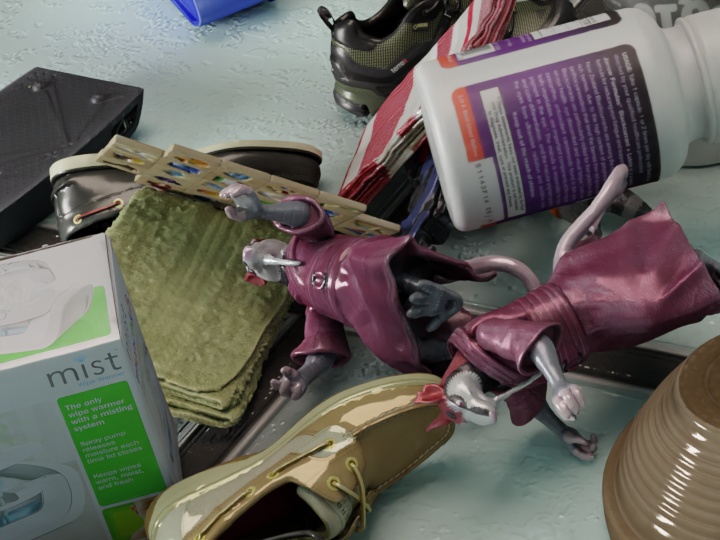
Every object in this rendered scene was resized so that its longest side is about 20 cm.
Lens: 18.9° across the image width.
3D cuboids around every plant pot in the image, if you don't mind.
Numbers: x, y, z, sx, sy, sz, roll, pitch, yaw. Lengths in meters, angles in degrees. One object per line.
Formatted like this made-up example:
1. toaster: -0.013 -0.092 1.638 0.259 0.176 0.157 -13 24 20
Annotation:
1. plant pot: 0.228 0.094 1.202 0.199 0.093 0.201 -10 33 7

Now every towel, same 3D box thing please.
1. towel: -0.121 0.024 1.449 0.147 0.037 0.201 16 43 7
2. towel: 0.044 -0.127 1.530 0.200 0.023 0.144 -48 13 37

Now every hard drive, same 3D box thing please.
1. hard drive: -0.269 -0.085 1.681 0.134 0.043 0.200 13 43 34

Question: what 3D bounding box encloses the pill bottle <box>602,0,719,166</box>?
1. pill bottle: 0.225 -0.181 1.501 0.113 0.201 0.114 -10 33 7

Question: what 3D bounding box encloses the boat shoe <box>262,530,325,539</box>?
1. boat shoe: -0.104 0.195 1.199 0.199 0.066 0.072 -19 35 -7

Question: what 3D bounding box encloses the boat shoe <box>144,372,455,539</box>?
1. boat shoe: -0.026 0.131 1.267 0.199 0.074 0.066 -29 39 -4

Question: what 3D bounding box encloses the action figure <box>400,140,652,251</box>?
1. action figure: 0.101 -0.054 1.490 0.193 0.105 0.201 10 65 42

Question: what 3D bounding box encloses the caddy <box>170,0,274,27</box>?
1. caddy: -0.130 -0.299 1.850 0.104 0.142 0.200 -26 36 -12

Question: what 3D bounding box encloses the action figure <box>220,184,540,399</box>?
1. action figure: 0.000 0.000 1.364 0.148 0.135 0.199 -21 27 -35

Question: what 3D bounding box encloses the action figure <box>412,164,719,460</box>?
1. action figure: 0.113 0.027 1.258 0.199 0.134 0.150 -24 72 -15

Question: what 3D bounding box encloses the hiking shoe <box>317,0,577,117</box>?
1. hiking shoe: 0.069 -0.186 1.651 0.199 0.101 0.076 -18 35 -6

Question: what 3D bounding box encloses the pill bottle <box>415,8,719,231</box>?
1. pill bottle: 0.142 -0.102 1.373 0.198 0.112 0.112 -15 34 0

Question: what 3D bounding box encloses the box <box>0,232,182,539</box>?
1. box: -0.219 0.089 1.284 0.198 0.177 0.097 -14 45 -1

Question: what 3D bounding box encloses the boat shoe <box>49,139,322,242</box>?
1. boat shoe: -0.124 -0.055 1.574 0.200 0.074 0.064 -7 72 -9

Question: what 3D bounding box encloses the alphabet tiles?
1. alphabet tiles: -0.077 -0.053 1.457 0.199 0.006 0.166 17 -8 -12
